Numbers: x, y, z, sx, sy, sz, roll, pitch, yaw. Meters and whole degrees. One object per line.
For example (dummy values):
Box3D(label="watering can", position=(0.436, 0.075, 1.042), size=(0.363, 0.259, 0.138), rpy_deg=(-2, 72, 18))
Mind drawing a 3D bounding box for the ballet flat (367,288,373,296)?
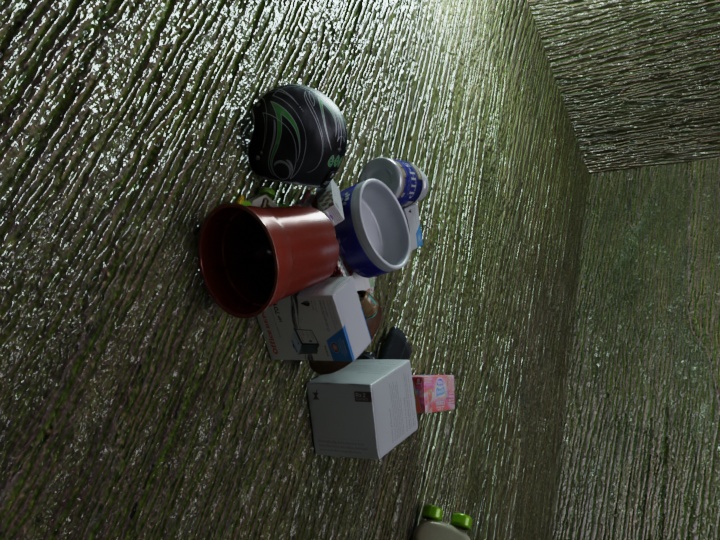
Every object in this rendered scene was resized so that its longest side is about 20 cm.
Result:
Box3D(label="ballet flat", position=(0.000, 0.000, 1.868), size=(0.064, 0.075, 0.201), rpy_deg=(15, 70, -43))

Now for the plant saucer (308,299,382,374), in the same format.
Box3D(label="plant saucer", position=(-0.043, 0.125, 1.655), size=(0.037, 0.200, 0.201), rpy_deg=(45, 46, -26))

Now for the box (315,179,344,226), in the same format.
Box3D(label="box", position=(-0.063, -0.139, 1.588), size=(0.042, 0.039, 0.200), rpy_deg=(57, 9, -23))

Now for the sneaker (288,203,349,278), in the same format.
Box3D(label="sneaker", position=(-0.070, -0.047, 1.559), size=(0.082, 0.078, 0.200), rpy_deg=(-26, 88, -49))

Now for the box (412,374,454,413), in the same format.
Box3D(label="box", position=(0.167, 0.324, 2.090), size=(0.200, 0.102, 0.095), rpy_deg=(11, 77, -59))

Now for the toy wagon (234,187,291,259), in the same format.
Box3D(label="toy wagon", position=(-0.195, -0.085, 1.556), size=(0.200, 0.039, 0.156), rpy_deg=(42, 51, -50))

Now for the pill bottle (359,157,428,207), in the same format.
Box3D(label="pill bottle", position=(0.093, -0.221, 2.009), size=(0.200, 0.119, 0.120), rpy_deg=(-6, 92, -61))

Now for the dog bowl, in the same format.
Box3D(label="dog bowl", position=(0.023, -0.089, 1.685), size=(0.200, 0.079, 0.201), rpy_deg=(34, 47, -47))

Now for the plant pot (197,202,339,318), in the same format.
Box3D(label="plant pot", position=(-0.154, -0.033, 1.426), size=(0.195, 0.200, 0.202), rpy_deg=(-16, 101, -50))

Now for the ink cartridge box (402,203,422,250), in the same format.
Box3D(label="ink cartridge box", position=(0.086, -0.097, 2.034), size=(0.200, 0.066, 0.116), rpy_deg=(-27, 110, -59))

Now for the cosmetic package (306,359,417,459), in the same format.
Box3D(label="cosmetic package", position=(0.007, 0.300, 1.743), size=(0.200, 0.164, 0.166), rpy_deg=(-19, 104, -59))

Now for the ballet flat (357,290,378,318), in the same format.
Box3D(label="ballet flat", position=(-0.063, 0.065, 1.604), size=(0.072, 0.199, 0.068), rpy_deg=(67, 30, -43))

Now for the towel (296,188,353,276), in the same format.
Box3D(label="towel", position=(-0.076, -0.052, 1.640), size=(0.200, 0.023, 0.144), rpy_deg=(48, 54, -31))

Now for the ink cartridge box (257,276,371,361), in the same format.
Box3D(label="ink cartridge box", position=(-0.097, 0.096, 1.545), size=(0.086, 0.199, 0.147), rpy_deg=(-45, 125, -52))

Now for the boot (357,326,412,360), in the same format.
Box3D(label="boot", position=(0.061, 0.209, 1.949), size=(0.200, 0.065, 0.165), rpy_deg=(-55, 141, -44))

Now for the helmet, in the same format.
Box3D(label="helmet", position=(-0.123, -0.271, 1.575), size=(0.200, 0.199, 0.191), rpy_deg=(-9, 112, -61))

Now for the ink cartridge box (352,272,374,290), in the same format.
Box3D(label="ink cartridge box", position=(-0.067, -0.005, 1.703), size=(0.200, 0.048, 0.146), rpy_deg=(-22, 105, -41))

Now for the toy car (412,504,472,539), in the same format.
Box3D(label="toy car", position=(0.211, 0.746, 2.130), size=(0.200, 0.157, 0.165), rpy_deg=(93, 13, -62))
